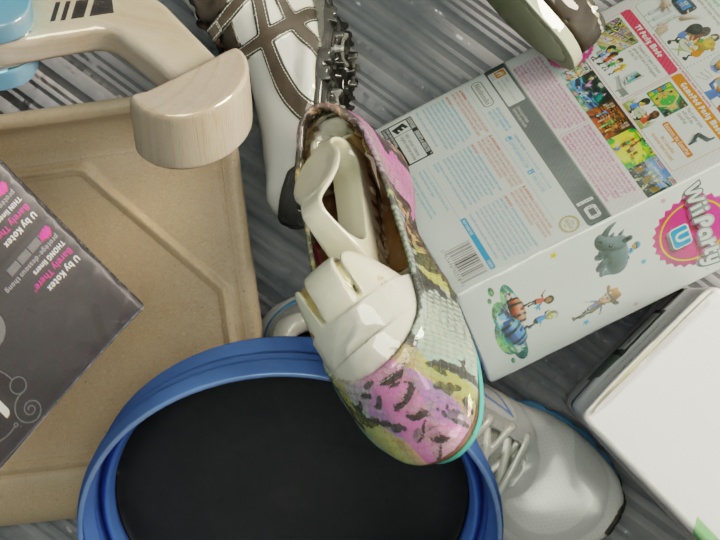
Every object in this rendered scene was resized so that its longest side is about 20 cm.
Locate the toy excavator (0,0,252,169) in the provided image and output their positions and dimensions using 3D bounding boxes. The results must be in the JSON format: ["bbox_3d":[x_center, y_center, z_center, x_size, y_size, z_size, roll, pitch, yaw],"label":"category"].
[{"bbox_3d":[-0.159,-0.121,1.250,0.198,0.100,0.195,-10,49,-5],"label":"toy excavator"}]

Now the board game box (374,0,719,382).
[{"bbox_3d":[0.117,-0.051,1.261,0.199,0.148,0.065,-27,129,-1],"label":"board game box"}]

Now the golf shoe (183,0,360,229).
[{"bbox_3d":[-0.047,-0.117,1.308,0.094,0.078,0.202,0,78,6],"label":"golf shoe"}]

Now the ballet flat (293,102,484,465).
[{"bbox_3d":[0.000,0.000,1.179,0.069,0.201,0.071,-33,131,17],"label":"ballet flat"}]

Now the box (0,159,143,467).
[{"bbox_3d":[-0.212,-0.020,1.175,0.106,0.122,0.200,-48,112,-12],"label":"box"}]

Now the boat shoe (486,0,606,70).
[{"bbox_3d":[0.058,-0.184,1.289,0.060,0.072,0.202,-35,69,-8],"label":"boat shoe"}]

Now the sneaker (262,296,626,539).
[{"bbox_3d":[0.036,0.077,1.288,0.199,0.087,0.075,27,86,0],"label":"sneaker"}]

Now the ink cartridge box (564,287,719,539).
[{"bbox_3d":[0.173,0.085,1.230,0.084,0.200,0.146,-45,88,1],"label":"ink cartridge box"}]

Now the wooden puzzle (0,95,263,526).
[{"bbox_3d":[-0.137,0.020,1.295,0.183,0.037,0.202,-7,100,10],"label":"wooden puzzle"}]

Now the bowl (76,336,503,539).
[{"bbox_3d":[-0.032,0.114,1.255,0.199,0.040,0.202,0,127,0],"label":"bowl"}]
